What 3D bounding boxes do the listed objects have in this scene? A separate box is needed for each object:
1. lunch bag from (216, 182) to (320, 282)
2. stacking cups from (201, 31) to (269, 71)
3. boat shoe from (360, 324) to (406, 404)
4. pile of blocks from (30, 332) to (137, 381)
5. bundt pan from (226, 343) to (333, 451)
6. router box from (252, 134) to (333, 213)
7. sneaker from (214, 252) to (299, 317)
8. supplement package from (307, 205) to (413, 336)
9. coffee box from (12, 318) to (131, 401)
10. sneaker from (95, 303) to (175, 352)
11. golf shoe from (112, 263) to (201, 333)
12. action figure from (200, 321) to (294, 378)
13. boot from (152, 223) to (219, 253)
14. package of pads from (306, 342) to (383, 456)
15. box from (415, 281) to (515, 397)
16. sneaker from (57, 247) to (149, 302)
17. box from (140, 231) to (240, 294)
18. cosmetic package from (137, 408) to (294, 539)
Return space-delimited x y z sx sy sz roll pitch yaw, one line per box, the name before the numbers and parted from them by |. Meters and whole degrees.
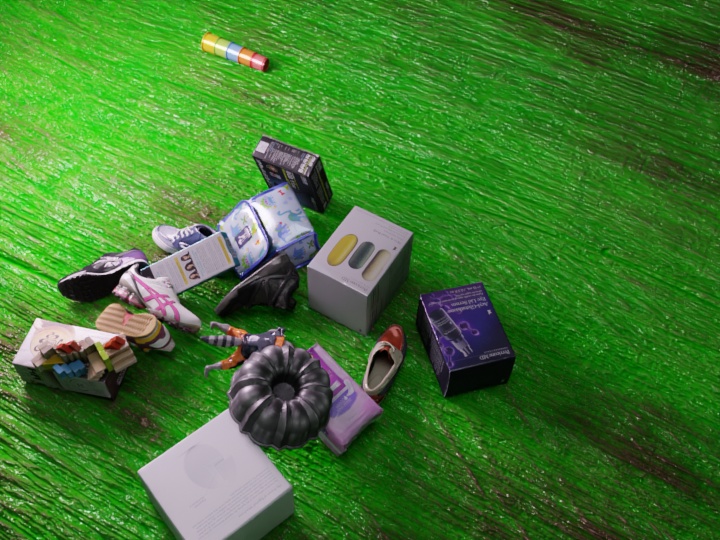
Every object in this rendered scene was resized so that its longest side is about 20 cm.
lunch bag | -0.212 -0.080 1.815 0.199 0.128 0.171 -26 58 -5
stacking cups | -0.353 -0.617 2.259 0.199 0.061 0.061 23 55 16
boat shoe | 0.049 0.186 1.648 0.071 0.063 0.201 16 52 13
pile of blocks | -0.539 0.166 1.543 0.198 0.062 0.083 -8 55 -7
bundt pan | -0.140 0.221 1.460 0.200 0.076 0.203 9 55 -12
router box | -0.155 -0.222 1.871 0.149 0.200 0.062 21 74 16
sneaker | -0.214 0.062 1.724 0.199 0.076 0.115 -34 91 -3
supplement package | 0.000 0.000 1.734 0.151 0.151 0.200 26 56 17
coffee box | -0.579 0.180 1.620 0.198 0.080 0.114 11 54 7
sneaker | -0.475 0.130 1.675 0.199 0.090 0.075 12 58 40
golf shoe | -0.414 0.059 1.672 0.199 0.073 0.093 30 77 1
action figure | -0.224 0.180 1.621 0.192 0.105 0.201 -1 52 6
boot | -0.385 -0.077 1.812 0.199 0.091 0.073 25 40 14
package of pads | -0.065 0.250 1.563 0.200 0.076 0.120 45 57 12
box | 0.215 0.142 1.661 0.147 0.105 0.201 -12 53 -12
sneaker | -0.571 0.006 1.775 0.198 0.076 0.088 -15 39 -18
box | -0.368 -0.005 1.730 0.199 0.049 0.083 -25 88 5
cosmetic package | -0.255 0.400 1.433 0.199 0.123 0.200 -32 58 -24
